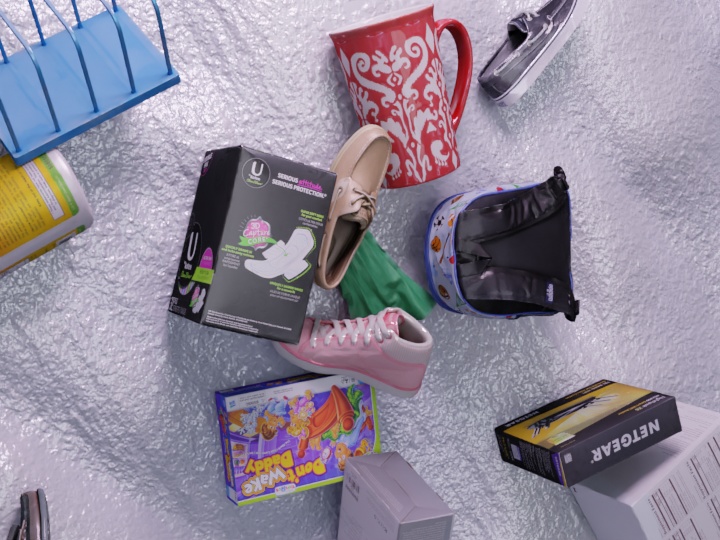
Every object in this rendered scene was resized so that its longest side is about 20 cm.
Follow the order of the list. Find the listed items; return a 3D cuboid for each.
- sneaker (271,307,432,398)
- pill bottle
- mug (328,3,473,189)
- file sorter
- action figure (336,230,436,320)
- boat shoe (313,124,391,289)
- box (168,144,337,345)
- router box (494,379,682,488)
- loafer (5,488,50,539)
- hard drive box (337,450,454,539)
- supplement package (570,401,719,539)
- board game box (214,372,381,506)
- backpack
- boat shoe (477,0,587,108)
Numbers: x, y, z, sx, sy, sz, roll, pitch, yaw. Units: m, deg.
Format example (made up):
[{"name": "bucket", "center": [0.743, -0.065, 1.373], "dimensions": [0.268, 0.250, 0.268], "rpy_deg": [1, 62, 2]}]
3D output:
[{"name": "sneaker", "center": [-0.004, 0.079, 1.324], "dimensions": [0.198, 0.076, 0.105], "rpy_deg": [19, 127, -5]}, {"name": "pill bottle", "center": [-0.395, -0.048, 1.150], "dimensions": [0.199, 0.111, 0.112], "rpy_deg": [-33, 106, -20]}, {"name": "mug", "center": [0.070, -0.219, 1.342], "dimensions": [0.175, 0.134, 0.202], "rpy_deg": [-16, 104, -2]}, {"name": "file sorter", "center": [-0.314, -0.236, 1.137], "dimensions": [0.199, 0.123, 0.139], "rpy_deg": [-31, 61, -20]}, {"name": "action figure", "center": [0.000, 0.000, 1.371], "dimensions": [0.118, 0.055, 0.201], "rpy_deg": [-42, 113, -15]}, {"name": "boat shoe", "center": [-0.008, -0.073, 1.285], "dimensions": [0.071, 0.064, 0.202], "rpy_deg": [19, 97, -39]}, {"name": "box", "center": [-0.128, -0.030, 1.256], "dimensions": [0.123, 0.148, 0.203], "rpy_deg": [15, 88, -25]}, {"name": "router box", "center": [0.307, 0.216, 1.473], "dimensions": [0.198, 0.157, 0.053], "rpy_deg": [-20, 102, -23]}, {"name": "loafer", "center": [-0.368, 0.338, 1.181], "dimensions": [0.062, 0.072, 0.202], "rpy_deg": [-2, 65, -20]}, {"name": "hard drive box", "center": [0.035, 0.350, 1.330], "dimensions": [0.076, 0.156, 0.203], "rpy_deg": [-3, 111, -25]}, {"name": "supplement package", "center": [0.433, 0.309, 1.540], "dimensions": [0.199, 0.151, 0.152], "rpy_deg": [-36, 108, -18]}, {"name": "board game box", "center": [-0.074, 0.202, 1.355], "dimensions": [0.198, 0.045, 0.136], "rpy_deg": [-9, 97, -24]}, {"name": "backpack", "center": [0.173, -0.026, 1.397], "dimensions": [0.189, 0.153, 0.203], "rpy_deg": [-4, 88, -35]}, {"name": "boat shoe", "center": [0.227, -0.315, 1.451], "dimensions": [0.068, 0.072, 0.201], "rpy_deg": [40, 84, -23]}]
